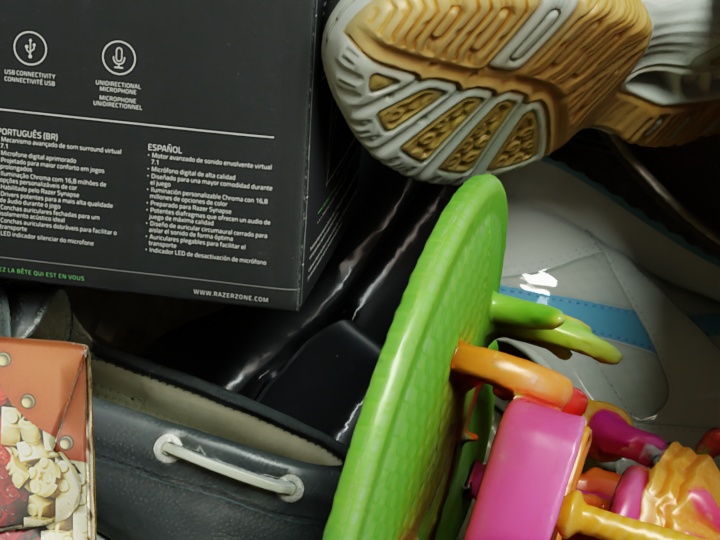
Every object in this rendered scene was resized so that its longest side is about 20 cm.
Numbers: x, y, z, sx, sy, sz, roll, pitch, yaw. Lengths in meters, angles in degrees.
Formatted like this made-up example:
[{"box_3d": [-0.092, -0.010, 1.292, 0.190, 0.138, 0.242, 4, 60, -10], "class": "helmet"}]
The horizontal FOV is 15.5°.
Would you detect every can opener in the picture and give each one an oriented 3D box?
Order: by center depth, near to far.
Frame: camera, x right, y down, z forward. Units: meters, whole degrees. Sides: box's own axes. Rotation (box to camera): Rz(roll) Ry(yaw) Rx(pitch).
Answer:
[{"box_3d": [0.000, 0.000, 0.781, 0.078, 0.063, 0.201, 25, 73, 20], "class": "can opener"}]

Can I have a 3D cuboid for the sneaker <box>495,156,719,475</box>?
[{"box_3d": [0.103, 0.040, 0.829, 0.199, 0.077, 0.081, 26, 72, -1], "class": "sneaker"}]

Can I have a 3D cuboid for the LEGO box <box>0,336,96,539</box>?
[{"box_3d": [-0.162, 0.077, 0.616, 0.148, 0.200, 0.078, 6, 68, -24], "class": "LEGO box"}]

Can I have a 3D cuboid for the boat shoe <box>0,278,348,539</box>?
[{"box_3d": [-0.090, 0.031, 0.713, 0.199, 0.061, 0.076, 27, 16, 7], "class": "boat shoe"}]

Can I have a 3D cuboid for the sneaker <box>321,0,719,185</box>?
[{"box_3d": [0.046, -0.079, 0.715, 0.200, 0.076, 0.088, -5, 60, -53], "class": "sneaker"}]

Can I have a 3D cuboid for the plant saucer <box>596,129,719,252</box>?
[{"box_3d": [0.138, -0.074, 0.834, 0.199, 0.037, 0.202, 11, 61, -20], "class": "plant saucer"}]

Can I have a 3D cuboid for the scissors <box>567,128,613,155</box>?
[{"box_3d": [0.028, -0.055, 0.869, 0.199, 0.014, 0.073, 30, 58, -13], "class": "scissors"}]

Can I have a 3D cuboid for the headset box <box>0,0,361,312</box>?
[{"box_3d": [-0.086, -0.105, 0.691, 0.173, 0.093, 0.201, 5, 109, 8], "class": "headset box"}]

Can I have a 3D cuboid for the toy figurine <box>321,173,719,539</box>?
[{"box_3d": [0.097, 0.077, 0.686, 0.183, 0.200, 0.151, 17, 85, 10], "class": "toy figurine"}]
